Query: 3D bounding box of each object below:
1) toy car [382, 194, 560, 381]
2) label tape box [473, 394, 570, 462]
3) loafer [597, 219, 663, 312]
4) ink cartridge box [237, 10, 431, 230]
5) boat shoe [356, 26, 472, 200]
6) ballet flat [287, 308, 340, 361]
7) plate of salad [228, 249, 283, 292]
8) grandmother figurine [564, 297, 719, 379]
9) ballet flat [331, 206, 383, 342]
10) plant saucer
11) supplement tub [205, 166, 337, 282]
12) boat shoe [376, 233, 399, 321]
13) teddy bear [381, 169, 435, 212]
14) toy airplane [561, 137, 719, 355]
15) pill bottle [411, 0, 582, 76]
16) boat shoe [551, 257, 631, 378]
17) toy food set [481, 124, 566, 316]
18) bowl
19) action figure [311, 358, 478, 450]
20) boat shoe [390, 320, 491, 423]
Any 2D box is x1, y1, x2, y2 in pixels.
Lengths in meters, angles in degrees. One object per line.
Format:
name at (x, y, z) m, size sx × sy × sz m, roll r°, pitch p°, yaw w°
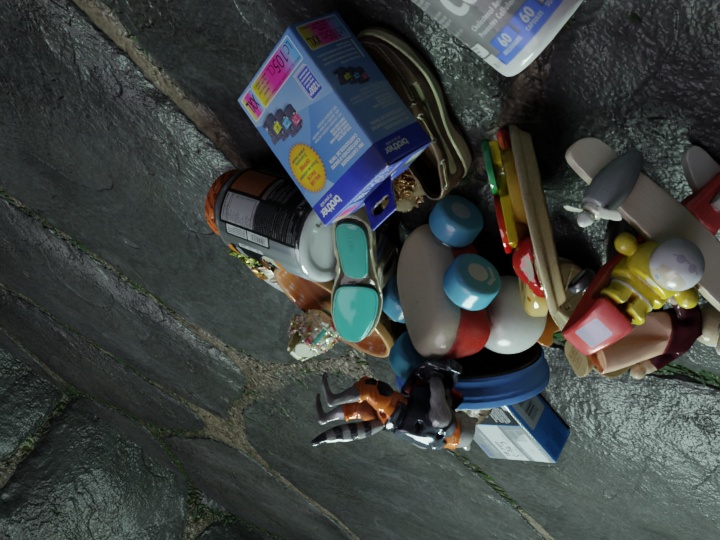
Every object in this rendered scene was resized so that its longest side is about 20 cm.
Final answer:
toy car at (0.152, 0.035, 1.125) m, size 0.200 × 0.177 × 0.184 m, roll 10°, pitch 137°, yaw -22°
label tape box at (0.199, 0.226, 1.428) m, size 0.200 × 0.063 × 0.144 m, roll -8°, pitch 131°, yaw 50°
loafer at (0.279, 0.003, 0.988) m, size 0.071 × 0.073 × 0.200 m, roll 47°, pitch 156°, yaw 45°
ink cartridge box at (-0.021, -0.140, 0.945) m, size 0.200 × 0.076 × 0.136 m, roll 53°, pitch 141°, yaw 3°
boat shoe at (0.051, -0.158, 0.971) m, size 0.075 × 0.075 × 0.202 m, roll -3°, pitch 135°, yaw 47°
ballet flat at (-0.078, 0.099, 1.351) m, size 0.076 × 0.064 × 0.200 m, roll 37°, pitch 164°, yaw -1°
plate of salad at (-0.124, -0.010, 1.408) m, size 0.200 × 0.048 × 0.200 m, roll 25°, pitch 150°, yaw 16°
grandmother figurine at (0.314, 0.068, 0.967) m, size 0.121 × 0.200 × 0.061 m, roll 103°, pitch 152°, yaw -46°
ballet flat at (0.000, 0.000, 1.150) m, size 0.067 × 0.062 × 0.200 m, roll 10°, pitch 129°, yaw 9°
plant saucer at (-0.032, 0.048, 1.296) m, size 0.200 × 0.037 × 0.200 m, roll 34°, pitch 163°, yaw 12°
supplement tub at (-0.105, -0.067, 1.208) m, size 0.200 × 0.123 × 0.123 m, roll 21°, pitch 151°, yaw 40°
boat shoe at (0.044, 0.013, 1.261) m, size 0.072 × 0.072 × 0.200 m, roll 22°, pitch 160°, yaw 10°
teddy bear at (0.001, -0.137, 1.082) m, size 0.200 × 0.067 × 0.145 m, roll 23°, pitch 160°, yaw 5°
toy airplane at (0.282, -0.019, 0.821) m, size 0.199 × 0.200 × 0.141 m, roll 0°, pitch -173°, yaw 7°
pill bottle at (0.079, -0.260, 0.743) m, size 0.200 × 0.114 × 0.114 m, roll 37°, pitch 151°, yaw -8°
boat shoe at (0.265, 0.048, 1.096) m, size 0.200 × 0.071 × 0.065 m, roll 51°, pitch -178°, yaw -30°
toy food set at (0.165, -0.051, 0.924) m, size 0.049 × 0.198 × 0.200 m, roll -12°, pitch 175°, yaw 13°
bowl at (0.144, 0.122, 1.206) m, size 0.200 × 0.200 × 0.039 m, roll 8°, pitch 110°, yaw 39°
action figure at (0.041, 0.180, 1.089) m, size 0.193 × 0.105 × 0.200 m, roll 10°, pitch 145°, yaw -3°
boat shoe at (0.101, 0.151, 1.338) m, size 0.202 × 0.075 × 0.075 m, roll 38°, pitch 125°, yaw 25°
